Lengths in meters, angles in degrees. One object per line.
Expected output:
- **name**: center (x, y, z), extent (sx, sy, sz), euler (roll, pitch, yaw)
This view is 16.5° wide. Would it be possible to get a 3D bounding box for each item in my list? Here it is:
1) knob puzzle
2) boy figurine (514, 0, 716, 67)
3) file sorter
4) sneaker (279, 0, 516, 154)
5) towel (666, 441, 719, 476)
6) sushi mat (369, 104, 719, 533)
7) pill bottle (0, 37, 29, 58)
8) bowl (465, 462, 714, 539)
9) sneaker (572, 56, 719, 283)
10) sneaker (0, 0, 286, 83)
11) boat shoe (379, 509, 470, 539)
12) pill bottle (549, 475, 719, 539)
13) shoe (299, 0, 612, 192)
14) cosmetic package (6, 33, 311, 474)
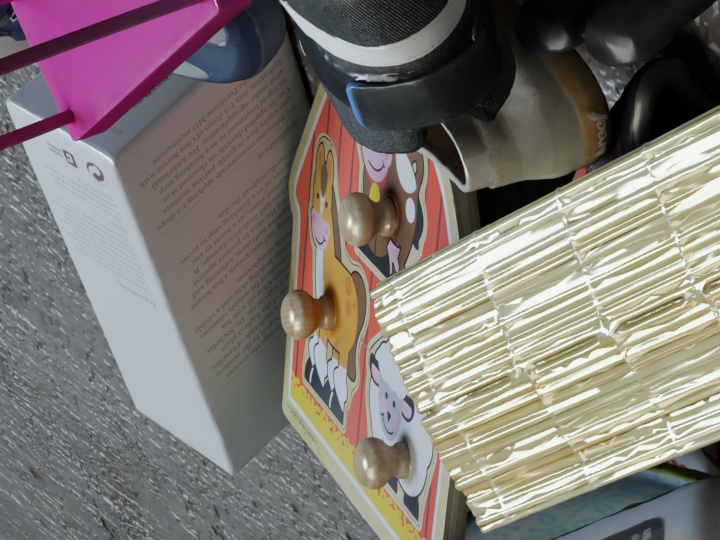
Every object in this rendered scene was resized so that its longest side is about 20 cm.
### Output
- **knob puzzle**: center (0.000, 0.000, 0.952), extent (0.219, 0.030, 0.222), euler (176, 90, -70)
- **boy figurine**: center (0.046, -0.155, 0.718), extent (0.124, 0.064, 0.201), euler (20, 148, 49)
- **file sorter**: center (-0.149, -0.134, 0.768), extent (0.201, 0.125, 0.139), euler (66, 152, 3)
- **sneaker**: center (-0.005, -0.101, 0.783), extent (0.200, 0.073, 0.112), euler (-107, -9, -60)
- **towel**: center (0.107, 0.080, 1.036), extent (0.144, 0.023, 0.201), euler (27, 150, 39)
- **sushi mat**: center (0.084, 0.017, 0.808), extent (0.199, 0.012, 0.096), euler (-28, 87, 46)
- **pill bottle**: center (-0.169, -0.178, 0.970), extent (0.113, 0.113, 0.201), euler (35, 154, 23)
- **bowl**: center (0.118, 0.166, 0.965), extent (0.200, 0.201, 0.108), euler (37, -161, 18)
- **sneaker**: center (0.149, 0.004, 0.788), extent (0.200, 0.077, 0.082), euler (36, 148, 20)
- **sneaker**: center (-0.126, -0.100, 0.885), extent (0.199, 0.082, 0.070), euler (22, 144, -6)
- **boat shoe**: center (0.019, 0.075, 1.113), extent (0.066, 0.072, 0.201), euler (32, 152, 37)
- **pill bottle**: center (0.102, 0.137, 0.850), extent (0.199, 0.111, 0.111), euler (-25, 112, 26)
- **shoe**: center (0.009, -0.086, 0.856), extent (0.200, 0.053, 0.070), euler (43, 160, 45)
- **cosmetic package**: center (-0.067, -0.020, 1.067), extent (0.071, 0.101, 0.201), euler (28, 150, 36)
